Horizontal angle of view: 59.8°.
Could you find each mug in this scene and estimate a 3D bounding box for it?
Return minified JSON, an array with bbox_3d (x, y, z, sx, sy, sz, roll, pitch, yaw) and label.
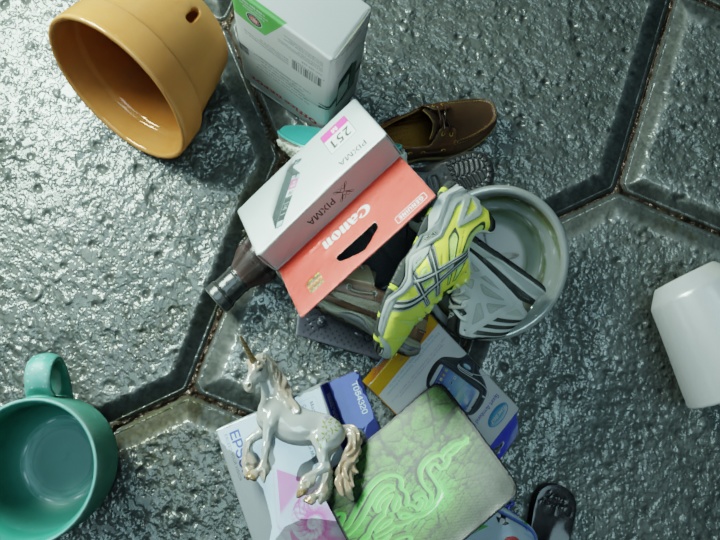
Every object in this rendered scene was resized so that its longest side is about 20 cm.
[{"bbox_3d":[-0.353,0.211,0.727,0.150,0.114,0.188,31,80,1],"label":"mug"},{"bbox_3d":[0.466,0.077,0.826,0.148,0.185,0.156,-31,74,24],"label":"mug"}]

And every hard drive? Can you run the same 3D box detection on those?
[{"bbox_3d":[0.000,0.000,0.797,0.131,0.042,0.205,15,101,-2],"label":"hard drive"}]

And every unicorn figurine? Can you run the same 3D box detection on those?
[{"bbox_3d":[-0.087,0.186,0.744,0.197,0.074,0.140,26,68,-14],"label":"unicorn figurine"}]

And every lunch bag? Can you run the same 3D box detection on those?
[{"bbox_3d":[0.114,0.335,0.757,0.197,0.075,0.163,31,76,-12],"label":"lunch bag"}]

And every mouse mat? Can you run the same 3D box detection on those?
[{"bbox_3d":[0.060,0.247,0.717,0.199,0.008,0.162,-40,54,2],"label":"mouse mat"}]

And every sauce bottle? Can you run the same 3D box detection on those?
[{"bbox_3d":[-0.113,-0.029,0.809,0.066,0.066,0.200,43,80,2],"label":"sauce bottle"}]

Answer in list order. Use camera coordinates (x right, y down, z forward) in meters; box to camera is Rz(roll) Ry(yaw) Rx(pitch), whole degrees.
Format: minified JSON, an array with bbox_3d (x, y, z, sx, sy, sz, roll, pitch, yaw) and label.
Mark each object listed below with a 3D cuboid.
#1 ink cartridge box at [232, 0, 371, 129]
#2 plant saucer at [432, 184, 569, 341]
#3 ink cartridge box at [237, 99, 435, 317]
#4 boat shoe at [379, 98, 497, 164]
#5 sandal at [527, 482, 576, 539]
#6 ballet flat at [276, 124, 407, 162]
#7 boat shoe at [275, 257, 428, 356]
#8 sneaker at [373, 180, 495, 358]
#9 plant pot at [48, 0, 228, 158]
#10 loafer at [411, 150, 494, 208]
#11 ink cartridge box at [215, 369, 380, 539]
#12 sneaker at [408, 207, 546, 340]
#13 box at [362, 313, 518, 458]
[{"bbox_3d":[-0.075,-0.280,0.782,0.144,0.200,0.085,35,77,1],"label":"ink cartridge box"},{"bbox_3d":[0.170,-0.012,0.820,0.194,0.050,0.206,-1,105,-4],"label":"plant saucer"},{"bbox_3d":[-0.036,-0.075,0.702,0.199,0.043,0.175,-42,45,8],"label":"ink cartridge box"},{"bbox_3d":[0.100,-0.189,0.849,0.195,0.068,0.074,-17,83,-7],"label":"boat shoe"},{"bbox_3d":[0.233,0.376,0.790,0.074,0.043,0.206,7,81,-4],"label":"sandal"},{"bbox_3d":[-0.030,-0.140,0.809,0.196,0.072,0.073,17,79,30],"label":"ballet flat"},{"bbox_3d":[-0.007,0.029,0.750,0.197,0.076,0.073,28,83,-1],"label":"boat shoe"},{"bbox_3d":[0.076,0.008,0.672,0.075,0.075,0.203,28,95,4],"label":"sneaker"},{"bbox_3d":[-0.258,-0.263,0.778,0.198,0.201,0.141,33,63,1],"label":"plant pot"},{"bbox_3d":[0.081,-0.101,0.836,0.195,0.071,0.075,-10,84,11],"label":"loafer"},{"bbox_3d":[-0.057,0.254,0.784,0.196,0.043,0.201,-22,84,-6],"label":"ink cartridge box"},{"bbox_3d":[0.121,0.017,0.759,0.198,0.076,0.117,33,99,-14],"label":"sneaker"},{"bbox_3d":[0.111,0.167,0.800,0.119,0.041,0.200,-46,101,-10],"label":"box"}]
